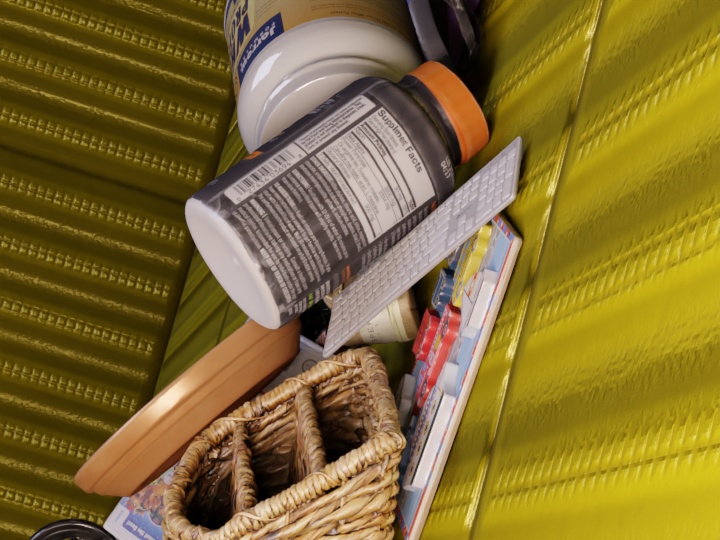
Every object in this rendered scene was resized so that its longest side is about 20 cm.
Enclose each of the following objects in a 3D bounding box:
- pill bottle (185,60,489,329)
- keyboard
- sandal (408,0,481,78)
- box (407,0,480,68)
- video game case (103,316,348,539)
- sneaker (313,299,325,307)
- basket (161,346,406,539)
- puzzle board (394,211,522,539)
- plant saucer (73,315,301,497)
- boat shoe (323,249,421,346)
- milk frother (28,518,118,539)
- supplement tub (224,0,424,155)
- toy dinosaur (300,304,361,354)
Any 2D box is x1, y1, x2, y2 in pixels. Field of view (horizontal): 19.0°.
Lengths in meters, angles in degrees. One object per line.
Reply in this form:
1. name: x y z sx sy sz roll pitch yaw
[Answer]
1. pill bottle: -0.010 -0.058 1.430 0.199 0.107 0.106 -36 -2 -17
2. keyboard: 0.038 -0.012 1.375 0.200 0.011 0.056 -42 20 39
3. sandal: 0.058 -0.202 1.568 0.076 0.043 0.201 63 -166 -58
4. box: 0.055 -0.186 1.703 0.137 0.039 0.201 -109 37 -74
5. video game case: -0.086 0.138 1.574 0.143 0.018 0.201 28 79 41
6. sneaker: -0.043 0.001 1.815 0.089 0.078 0.201 -64 -11 -56
7. basket: -0.054 0.137 1.357 0.200 0.142 0.150 -103 17 -73
8. puzzle board: 0.051 0.055 1.354 0.151 0.017 0.201 -110 38 -76
9. plant saucer: -0.113 0.095 1.506 0.200 0.038 0.200 -41 -4 -4
10. boat shoe: 0.000 0.000 1.539 0.200 0.066 0.075 -104 -1 -73
11. milk frother: -0.184 0.247 1.717 0.188 0.179 0.201 -132 27 -68
12. supplement tub: -0.024 -0.145 1.586 0.201 0.143 0.145 -102 29 -53
13. toy dinosaur: -0.026 0.047 1.697 0.200 0.101 0.137 2 91 63
